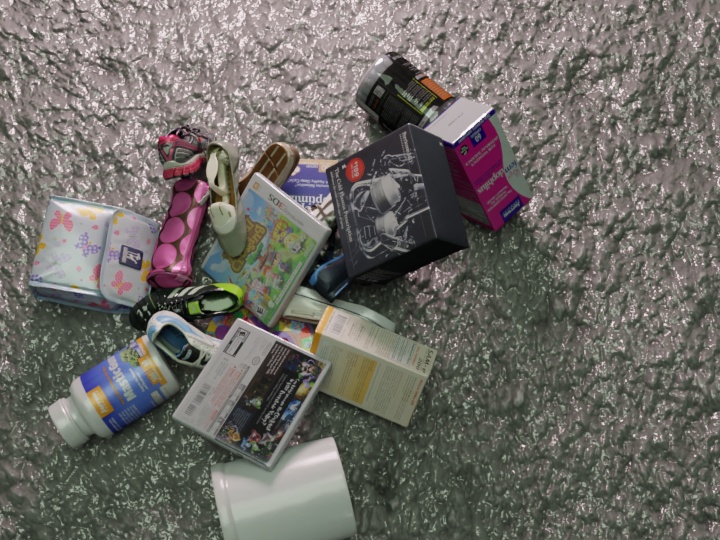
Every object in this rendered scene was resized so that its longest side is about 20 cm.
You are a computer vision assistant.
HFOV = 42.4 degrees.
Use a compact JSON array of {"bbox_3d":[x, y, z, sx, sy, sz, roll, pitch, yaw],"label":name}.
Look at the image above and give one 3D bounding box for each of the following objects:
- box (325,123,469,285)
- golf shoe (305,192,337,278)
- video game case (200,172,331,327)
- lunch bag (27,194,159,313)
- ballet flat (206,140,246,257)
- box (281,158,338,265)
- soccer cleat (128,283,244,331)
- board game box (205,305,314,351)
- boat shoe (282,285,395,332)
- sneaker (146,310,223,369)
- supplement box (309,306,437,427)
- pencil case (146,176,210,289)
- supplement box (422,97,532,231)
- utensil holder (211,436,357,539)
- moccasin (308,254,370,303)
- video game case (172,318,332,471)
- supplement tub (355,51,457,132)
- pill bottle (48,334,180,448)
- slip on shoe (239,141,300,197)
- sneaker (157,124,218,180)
[{"bbox_3d":[0.057,-0.104,1.514,0.181,0.104,0.202,-24,69,32],"label":"box"},{"bbox_3d":[-0.078,-0.090,1.620,0.094,0.078,0.202,26,76,6],"label":"golf shoe"},{"bbox_3d":[-0.166,-0.036,1.601,0.182,0.022,0.201,38,104,23],"label":"video game case"},{"bbox_3d":[-0.454,-0.024,1.606,0.197,0.127,0.172,13,72,-12],"label":"lunch bag"},{"bbox_3d":[-0.239,-0.124,1.595,0.067,0.064,0.203,-9,82,26],"label":"ballet flat"},{"bbox_3d":[-0.103,-0.106,1.682,0.119,0.032,0.203,2,73,0],"label":"box"},{"bbox_3d":[-0.295,0.060,1.563,0.197,0.081,0.068,-13,96,-6],"label":"soccer cleat"},{"bbox_3d":[-0.176,0.127,1.600,0.197,0.039,0.160,-2,72,-2],"label":"board game box"},{"bbox_3d":[-0.040,0.089,1.596,0.198,0.071,0.071,19,74,3],"label":"boat shoe"},{"bbox_3d":[-0.263,0.137,1.530,0.199,0.073,0.072,30,115,-15],"label":"sneaker"},{"bbox_3d":[0.012,0.159,1.536,0.198,0.127,0.074,22,38,4],"label":"supplement box"},{"bbox_3d":[-0.309,-0.064,1.624,0.093,0.091,0.202,-4,64,33],"label":"pencil case"},{"bbox_3d":[0.204,-0.183,1.615,0.101,0.201,0.103,-41,36,-12],"label":"supplement box"},{"bbox_3d":[-0.119,0.364,1.461,0.197,0.170,0.172,-14,72,-8],"label":"utensil holder"},{"bbox_3d":[0.000,0.000,1.612,0.199,0.081,0.069,-30,78,-28],"label":"moccasin"},{"bbox_3d":[-0.169,0.192,1.467,0.180,0.023,0.201,23,60,15],"label":"video game case"},{"bbox_3d":[0.098,-0.296,1.697,0.200,0.123,0.123,41,76,12],"label":"supplement tub"},{"bbox_3d":[-0.408,0.205,1.537,0.199,0.112,0.113,-33,75,-11],"label":"pill bottle"},{"bbox_3d":[-0.184,-0.148,1.662,0.076,0.060,0.200,45,108,13],"label":"slip on shoe"},{"bbox_3d":[-0.303,-0.226,1.648,0.080,0.200,0.076,-10,111,9],"label":"sneaker"}]
